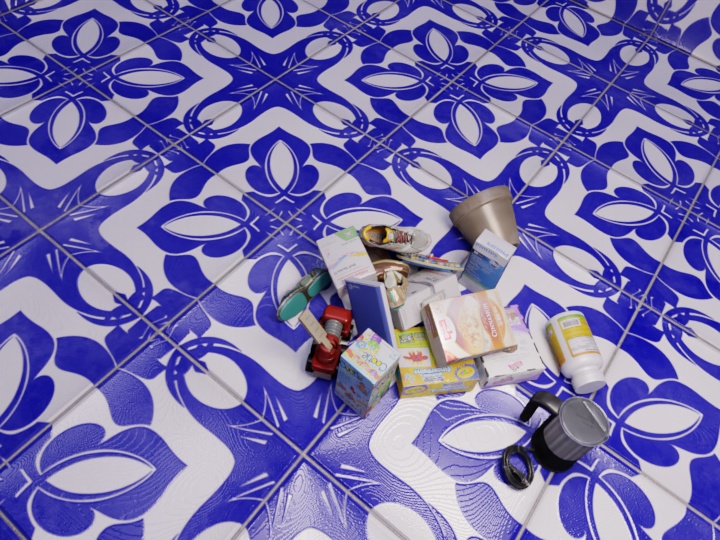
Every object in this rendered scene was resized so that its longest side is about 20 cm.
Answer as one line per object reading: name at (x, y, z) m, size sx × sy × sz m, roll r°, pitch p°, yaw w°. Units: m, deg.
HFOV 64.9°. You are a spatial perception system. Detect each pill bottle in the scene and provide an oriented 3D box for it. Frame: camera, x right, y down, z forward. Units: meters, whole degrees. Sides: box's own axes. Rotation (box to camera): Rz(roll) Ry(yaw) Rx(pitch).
pill bottle at (0.579, 0.220, 1.518) m, size 0.110 × 0.111 × 0.201 m, roll -3°, pitch 55°, yaw -10°

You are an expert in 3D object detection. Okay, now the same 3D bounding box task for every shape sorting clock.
shape sorting clock at (0.198, -0.028, 1.617) m, size 0.198 × 0.200 × 0.040 m, roll 12°, pitch 93°, yaw 1°

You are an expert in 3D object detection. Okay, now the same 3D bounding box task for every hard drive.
hard drive at (0.029, 0.121, 1.432) m, size 0.025 × 0.202 × 0.131 m, roll -26°, pitch 22°, yaw -35°

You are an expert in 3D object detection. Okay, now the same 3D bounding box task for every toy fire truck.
toy fire truck at (-0.087, 0.151, 1.418) m, size 0.127 × 0.201 × 0.177 m, roll 14°, pitch 54°, yaw 2°

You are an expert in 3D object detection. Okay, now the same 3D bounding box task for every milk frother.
milk frother at (0.444, 0.407, 1.316) m, size 0.179 × 0.189 × 0.201 m, roll 24°, pitch 54°, yaw 10°

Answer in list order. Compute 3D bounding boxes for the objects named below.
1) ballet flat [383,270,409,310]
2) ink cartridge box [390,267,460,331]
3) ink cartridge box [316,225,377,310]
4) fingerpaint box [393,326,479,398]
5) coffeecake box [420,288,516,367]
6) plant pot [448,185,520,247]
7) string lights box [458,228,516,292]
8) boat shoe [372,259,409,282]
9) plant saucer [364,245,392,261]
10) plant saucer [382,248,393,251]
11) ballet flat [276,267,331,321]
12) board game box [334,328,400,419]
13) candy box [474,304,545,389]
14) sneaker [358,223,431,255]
ballet flat at (0.088, 0.036, 1.461) m, size 0.070 × 0.066 × 0.200 m, roll -22°, pitch 16°, yaw 7°
ink cartridge box at (0.152, 0.072, 1.541) m, size 0.199 × 0.084 × 0.146 m, roll -25°, pitch 19°, yaw -23°
ink cartridge box at (-0.028, -0.007, 1.517) m, size 0.116 × 0.067 × 0.201 m, roll -23°, pitch 63°, yaw -5°
fingerpaint box at (0.186, 0.234, 1.476) m, size 0.198 × 0.074 × 0.168 m, roll -5°, pitch 54°, yaw -10°
coffeecake box at (0.272, 0.144, 1.438) m, size 0.198 × 0.073 × 0.155 m, roll -10°, pitch 72°, yaw -17°
plant pot at (0.392, -0.132, 1.715) m, size 0.198 × 0.200 × 0.175 m, roll -16°, pitch 74°, yaw -19°
string lights box at (0.353, -0.012, 1.598) m, size 0.102 × 0.201 × 0.059 m, roll 35°, pitch 57°, yaw 16°
boat shoe at (0.039, 0.015, 1.579) m, size 0.198 × 0.072 × 0.068 m, roll -2°, pitch 61°, yaw -1°
plant saucer at (0.000, 0.000, 1.644) m, size 0.198 × 0.035 × 0.202 m, roll 3°, pitch 54°, yaw -5°
plant saucer at (0.105, -0.087, 1.668) m, size 0.198 × 0.036 × 0.200 m, roll 7°, pitch 14°, yaw -2°
ballet flat at (-0.165, 0.063, 1.563) m, size 0.074 × 0.075 × 0.200 m, roll 40°, pitch 61°, yaw 20°
board game box at (0.013, 0.250, 1.361) m, size 0.105 × 0.201 × 0.103 m, roll 38°, pitch 58°, yaw 18°
candy box at (0.376, 0.203, 1.526) m, size 0.166 × 0.072 × 0.201 m, roll -6°, pitch 55°, yaw -13°
sneaker at (0.092, -0.084, 1.526) m, size 0.198 × 0.082 × 0.079 m, roll 4°, pitch 91°, yaw 1°
